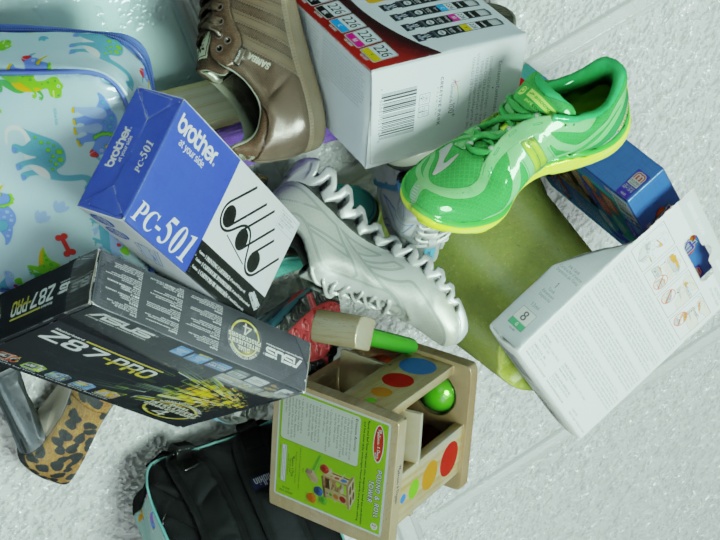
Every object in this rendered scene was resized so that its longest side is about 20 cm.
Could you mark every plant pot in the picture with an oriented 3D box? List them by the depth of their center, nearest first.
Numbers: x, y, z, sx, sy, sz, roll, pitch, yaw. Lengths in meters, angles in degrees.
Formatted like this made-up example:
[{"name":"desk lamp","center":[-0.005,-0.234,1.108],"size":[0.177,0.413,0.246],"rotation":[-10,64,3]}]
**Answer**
[{"name":"plant pot","center":[0.129,0.004,1.383],"size":[0.200,0.184,0.201],"rotation":[-19,132,-22]}]

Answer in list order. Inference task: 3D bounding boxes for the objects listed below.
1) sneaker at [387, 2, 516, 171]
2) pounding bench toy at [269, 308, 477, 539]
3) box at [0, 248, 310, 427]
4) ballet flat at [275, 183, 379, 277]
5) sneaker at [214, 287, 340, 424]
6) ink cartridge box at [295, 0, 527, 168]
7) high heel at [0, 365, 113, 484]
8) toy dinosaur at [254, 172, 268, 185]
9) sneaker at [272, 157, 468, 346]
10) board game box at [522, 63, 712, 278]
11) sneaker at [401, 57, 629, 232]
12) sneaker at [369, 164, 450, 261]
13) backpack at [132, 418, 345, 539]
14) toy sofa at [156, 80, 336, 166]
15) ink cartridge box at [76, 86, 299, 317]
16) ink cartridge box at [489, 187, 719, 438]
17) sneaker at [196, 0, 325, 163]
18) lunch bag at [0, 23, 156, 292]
[{"name":"sneaker","center":[0.081,-0.125,1.282],"size":[0.200,0.075,0.106],"rotation":[-53,150,-36]},{"name":"pounding bench toy","center":[0.019,0.106,1.334],"size":[0.156,0.124,0.201],"rotation":[-29,130,-52]},{"name":"box","center":[-0.162,0.057,1.147],"size":[0.200,0.049,0.161],"rotation":[26,147,-37]},{"name":"ballet flat","center":[-0.080,-0.020,1.313],"size":[0.200,0.067,0.070],"rotation":[-20,156,-22]},{"name":"sneaker","center":[-0.095,0.061,1.349],"size":[0.200,0.095,0.080],"rotation":[-30,123,-49]},{"name":"ink cartridge box","center":[0.032,-0.179,1.160],"size":[0.175,0.200,0.084],"rotation":[-17,132,-25]},{"name":"high heel","center":[-0.203,0.104,1.297],"size":[0.199,0.071,0.143],"rotation":[-17,126,-3]},{"name":"toy dinosaur","center":[-0.156,-0.024,1.234],"size":[0.200,0.106,0.061],"rotation":[-18,138,-32]},{"name":"sneaker","center":[0.000,0.000,1.254],"size":[0.081,0.200,0.075],"rotation":[-47,174,-24]},{"name":"board game box","center":[0.216,-0.083,1.367],"size":[0.045,0.200,0.152],"rotation":[-42,137,-2]},{"name":"sneaker","center":[0.107,-0.095,1.070],"size":[0.200,0.074,0.084],"rotation":[-31,145,-26]},{"name":"sneaker","center":[0.059,-0.046,1.260],"size":[0.075,0.200,0.087],"rotation":[-6,99,-10]},{"name":"backpack","center":[-0.104,0.260,1.403],"size":[0.175,0.200,0.153],"rotation":[-15,151,-26]},{"name":"toy sofa","center":[-0.082,-0.113,1.205],"size":[0.200,0.098,0.083],"rotation":[-18,131,-25]},{"name":"ink cartridge box","center":[-0.117,-0.040,1.094],"size":[0.094,0.044,0.200],"rotation":[-65,151,-14]},{"name":"ink cartridge box","center":[0.220,0.031,1.307],"size":[0.200,0.050,0.161],"rotation":[-44,137,-5]},{"name":"sneaker","center":[-0.087,-0.175,1.107],"size":[0.075,0.070,0.200],"rotation":[-18,87,-23]},{"name":"lunch bag","center":[-0.218,-0.076,1.105],"size":[0.160,0.083,0.200],"rotation":[1,127,7]}]
